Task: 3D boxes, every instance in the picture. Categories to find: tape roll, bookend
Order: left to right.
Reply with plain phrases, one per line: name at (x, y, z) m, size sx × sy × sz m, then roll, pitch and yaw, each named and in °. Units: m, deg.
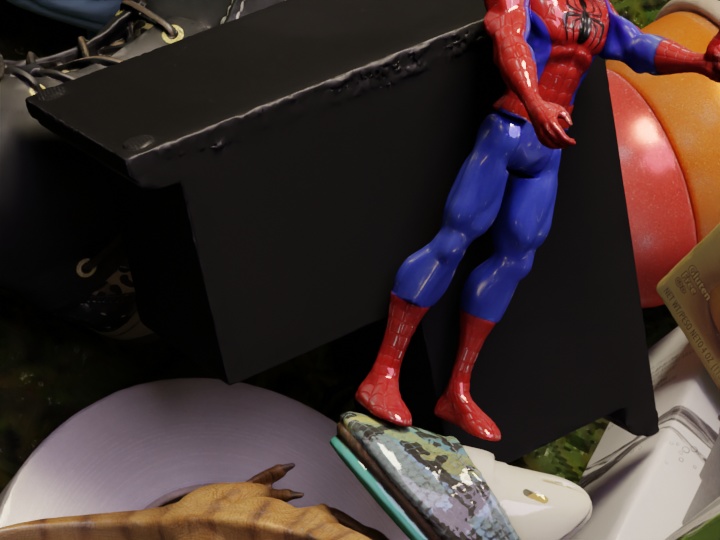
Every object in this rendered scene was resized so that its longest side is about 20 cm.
tape roll at (-0.056, 0.140, 0.936) m, size 0.202 × 0.037 × 0.203 m, roll 13°, pitch 59°, yaw -21°
bookend at (0.000, 0.000, 0.927) m, size 0.198 × 0.092 × 0.200 m, roll -24°, pitch 118°, yaw -23°

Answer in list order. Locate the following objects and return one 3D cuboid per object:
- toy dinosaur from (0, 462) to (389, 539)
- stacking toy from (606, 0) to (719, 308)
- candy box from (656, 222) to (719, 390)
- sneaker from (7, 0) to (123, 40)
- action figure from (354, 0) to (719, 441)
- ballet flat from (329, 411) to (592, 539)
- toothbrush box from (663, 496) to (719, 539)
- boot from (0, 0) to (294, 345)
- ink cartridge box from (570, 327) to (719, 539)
toy dinosaur at (-0.057, 0.097, 0.890) m, size 0.200 × 0.106 × 0.061 m, roll 1°, pitch 82°, yaw 19°
stacking toy at (0.091, -0.030, 1.068) m, size 0.200 × 0.146 × 0.146 m, roll -18°, pitch 72°, yaw -14°
candy box at (0.207, 0.000, 0.920) m, size 0.055 × 0.200 × 0.116 m, roll -22°, pitch 73°, yaw -33°
sneaker at (-0.079, -0.126, 1.054) m, size 0.200 × 0.082 × 0.074 m, roll 18°, pitch 51°, yaw -45°
action figure at (0.069, -0.032, 0.845) m, size 0.065 × 0.099 × 0.200 m, roll 11°, pitch 99°, yaw -36°
ballet flat at (0.072, 0.117, 0.881) m, size 0.200 × 0.074 × 0.074 m, roll 52°, pitch 53°, yaw -6°
toothbrush box at (0.213, 0.151, 0.878) m, size 0.086 × 0.146 × 0.200 m, roll -31°, pitch 81°, yaw -34°
boot at (-0.111, -0.077, 0.926) m, size 0.154 × 0.073 × 0.204 m, roll 14°, pitch 100°, yaw -42°
ink cartridge box at (0.162, 0.128, 1.013) m, size 0.145 × 0.083 × 0.200 m, roll 36°, pitch 55°, yaw -5°
